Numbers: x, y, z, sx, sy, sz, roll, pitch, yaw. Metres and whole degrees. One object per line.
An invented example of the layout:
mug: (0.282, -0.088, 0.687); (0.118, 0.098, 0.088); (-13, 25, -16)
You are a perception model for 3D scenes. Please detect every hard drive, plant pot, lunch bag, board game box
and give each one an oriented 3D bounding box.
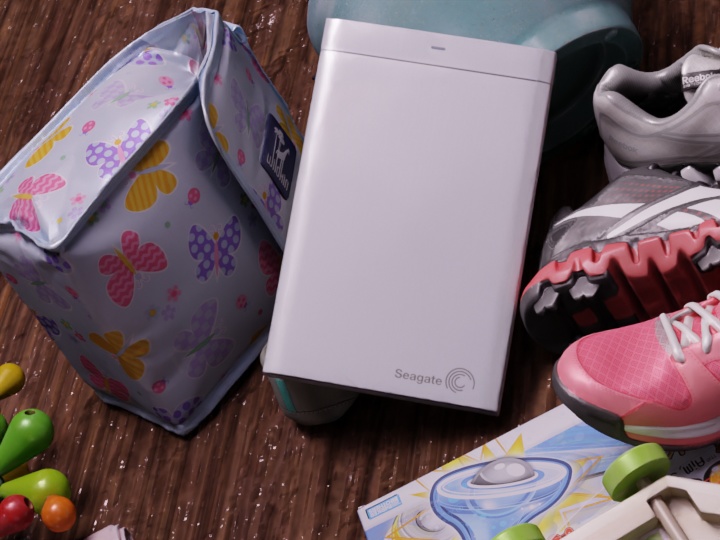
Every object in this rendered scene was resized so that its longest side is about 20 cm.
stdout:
hard drive: (0.028, -0.031, 1.097); (0.131, 0.027, 0.202); (9, 83, 7)
plant pot: (0.085, -0.146, 1.197); (0.199, 0.201, 0.135); (-33, 64, -4)
lunch bag: (-0.107, -0.035, 1.195); (0.127, 0.170, 0.200); (14, 55, 44)
board game box: (0.107, 0.127, 0.983); (0.199, 0.035, 0.136); (-28, 38, 3)

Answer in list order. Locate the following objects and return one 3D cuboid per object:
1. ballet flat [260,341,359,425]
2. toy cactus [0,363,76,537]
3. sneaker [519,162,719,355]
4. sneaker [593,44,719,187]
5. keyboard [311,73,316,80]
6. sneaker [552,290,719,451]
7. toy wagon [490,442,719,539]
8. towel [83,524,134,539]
ballet flat: (0.000, 0.000, 1.172); (0.067, 0.064, 0.201); (0, 47, 33)
toy cactus: (-0.241, 0.141, 1.145); (0.165, 0.102, 0.200); (-49, 28, 6)
sneaker: (0.181, -0.019, 1.067); (0.199, 0.071, 0.098); (-14, 43, 22)
sneaker: (0.223, -0.089, 1.112); (0.198, 0.081, 0.076); (-8, 41, 24)
keyboard: (0.052, -0.192, 1.350); (0.199, 0.040, 0.104); (-37, 18, -8)
sneaker: (0.189, 0.027, 0.952); (0.198, 0.087, 0.074); (-5, 35, -5)
toy wagon: (0.112, 0.177, 0.887); (0.199, 0.040, 0.156); (-32, 59, 1)
towel: (-0.194, 0.243, 1.056); (0.199, 0.032, 0.192); (-28, 37, 2)
